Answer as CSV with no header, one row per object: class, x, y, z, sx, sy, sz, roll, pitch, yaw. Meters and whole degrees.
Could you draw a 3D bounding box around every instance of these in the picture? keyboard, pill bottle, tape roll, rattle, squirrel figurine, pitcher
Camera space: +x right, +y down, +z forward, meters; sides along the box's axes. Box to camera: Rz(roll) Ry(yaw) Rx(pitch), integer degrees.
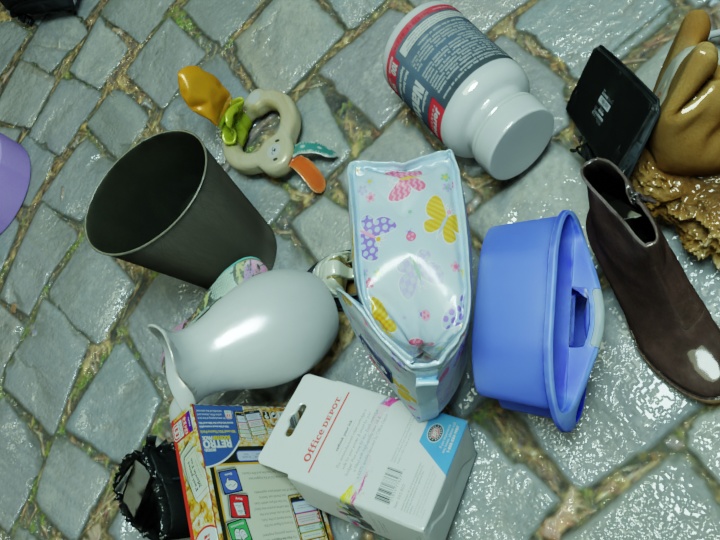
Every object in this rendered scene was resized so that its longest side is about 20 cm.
keyboard,0.253,-0.149,0.698,0.202,0.039,0.106,-85,15,-58
pill bottle,0.121,-0.202,0.787,0.119,0.119,0.201,-41,57,7
tape roll,-0.675,-0.149,1.223,0.195,0.065,0.206,-10,67,23
rattle,-0.132,-0.193,0.912,0.129,0.144,0.200,-35,51,-11
squirrel figurine,0.353,-0.110,0.635,0.182,0.142,0.204,22,119,8
pitcher,-0.127,0.093,0.779,0.197,0.174,0.122,-23,55,-30

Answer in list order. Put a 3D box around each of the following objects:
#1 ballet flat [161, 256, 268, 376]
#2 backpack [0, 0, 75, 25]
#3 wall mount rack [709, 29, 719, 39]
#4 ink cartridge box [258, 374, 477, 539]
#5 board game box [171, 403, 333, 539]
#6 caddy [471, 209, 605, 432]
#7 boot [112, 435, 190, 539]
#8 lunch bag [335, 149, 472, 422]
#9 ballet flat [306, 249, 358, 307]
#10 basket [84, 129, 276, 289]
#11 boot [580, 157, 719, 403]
ballet flat,-0.180,0.069,0.854,0.199,0.069,0.072,-41,32,25
backpack,-0.604,-0.558,1.291,0.195,0.167,0.130,8,69,23
wall mount rack,0.438,-0.273,0.679,0.172,0.074,0.203,29,86,29
ink cartridge box,0.006,0.192,0.710,0.195,0.069,0.116,12,55,30
board game box,-0.105,0.242,0.717,0.046,0.149,0.204,-39,56,31
caddy,0.177,0.045,0.653,0.102,0.141,0.206,-2,70,32
boot,-0.163,0.266,0.733,0.074,0.162,0.199,-46,57,6
lunch bag,0.046,0.022,0.644,0.123,0.170,0.206,-7,67,5
ballet flat,0.000,0.000,0.805,0.195,0.073,0.075,-8,67,25
basket,-0.201,-0.052,0.853,0.177,0.200,0.139,-28,60,14
boot,0.255,0.013,0.606,0.071,0.166,0.203,-32,60,12
